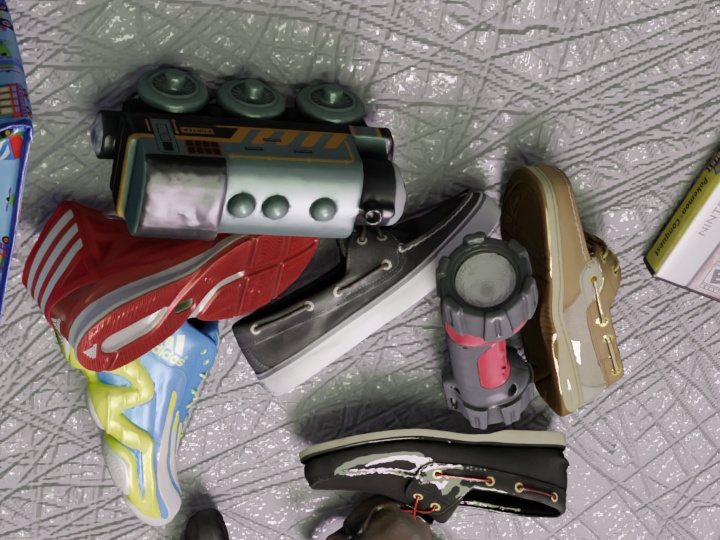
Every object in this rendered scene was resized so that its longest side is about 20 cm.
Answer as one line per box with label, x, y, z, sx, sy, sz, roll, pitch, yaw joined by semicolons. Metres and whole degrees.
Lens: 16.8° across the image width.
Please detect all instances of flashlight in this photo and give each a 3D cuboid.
flashlight;0.090;0.046;1.635;0.068;0.068;0.200;-45;156;-14

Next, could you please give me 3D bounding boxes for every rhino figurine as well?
rhino figurine;0.034;0.240;1.805;0.087;0.060;0.200;-35;130;-2

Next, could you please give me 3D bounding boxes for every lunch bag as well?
lunch bag;-0.244;-0.039;1.472;0.093;0.151;0.201;-6;126;-11

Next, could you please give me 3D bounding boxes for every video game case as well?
video game case;0.326;-0.042;1.708;0.199;0.026;0.181;19;117;-26

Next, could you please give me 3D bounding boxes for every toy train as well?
toy train;-0.068;-0.065;1.525;0.199;0.114;0.086;4;124;-18

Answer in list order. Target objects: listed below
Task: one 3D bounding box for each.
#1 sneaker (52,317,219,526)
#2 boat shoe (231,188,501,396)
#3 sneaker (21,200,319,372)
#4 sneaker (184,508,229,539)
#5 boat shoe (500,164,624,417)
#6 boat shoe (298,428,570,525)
sneaker;-0.132;0.083;1.638;0.104;0.076;0.201;-20;127;-2
boat shoe;0.000;0.000;1.626;0.200;0.070;0.066;-36;102;5
sneaker;-0.128;-0.021;1.563;0.199;0.116;0.079;-23;145;-37
sneaker;-0.143;0.262;1.764;0.115;0.076;0.201;-7;127;-7
boat shoe;0.143;0.006;1.670;0.066;0.074;0.201;-22;130;-15
boat shoe;0.055;0.147;1.730;0.200;0.064;0.074;3;164;-18
